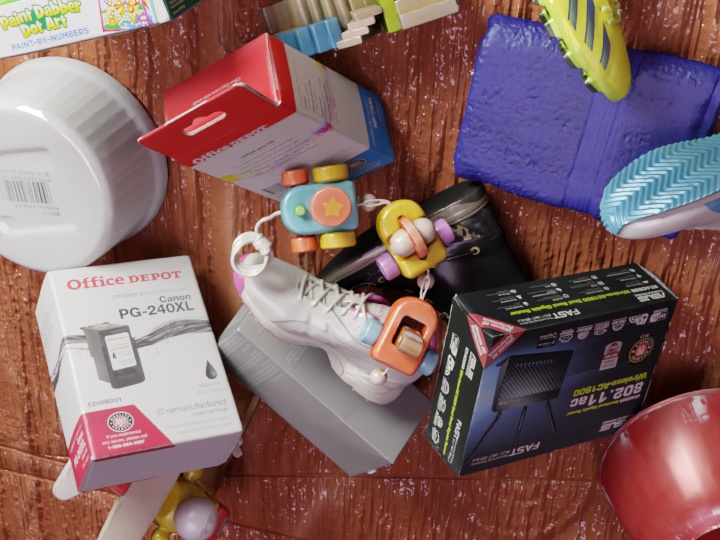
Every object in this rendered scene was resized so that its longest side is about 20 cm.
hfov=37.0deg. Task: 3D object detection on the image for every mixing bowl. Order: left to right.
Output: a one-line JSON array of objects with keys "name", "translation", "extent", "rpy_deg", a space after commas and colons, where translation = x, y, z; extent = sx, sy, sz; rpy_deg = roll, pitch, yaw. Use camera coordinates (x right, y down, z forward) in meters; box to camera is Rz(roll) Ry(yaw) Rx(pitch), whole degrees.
[{"name": "mixing bowl", "translation": [0.321, 0.214, 0.958], "extent": [0.200, 0.108, 0.200], "rpy_deg": [0, 129, 1]}]

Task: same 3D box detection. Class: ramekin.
[{"name": "ramekin", "translation": [-0.297, -0.095, 1.035], "extent": [0.200, 0.098, 0.201], "rpy_deg": [8, 121, 15]}]

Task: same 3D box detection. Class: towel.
[{"name": "towel", "translation": [0.186, -0.120, 0.884], "extent": [0.200, 0.050, 0.148], "rpy_deg": [17, 116, 10]}]

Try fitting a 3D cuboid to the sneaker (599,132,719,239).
[{"name": "sneaker", "translation": [0.276, -0.059, 0.818], "extent": [0.200, 0.077, 0.081], "rpy_deg": [-21, 128, -12]}]

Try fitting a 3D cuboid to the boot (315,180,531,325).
[{"name": "boot", "translation": [0.065, 0.020, 0.992], "extent": [0.200, 0.073, 0.151], "rpy_deg": [-29, 106, 25]}]

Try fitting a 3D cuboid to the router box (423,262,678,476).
[{"name": "router box", "translation": [0.163, 0.084, 0.929], "extent": [0.200, 0.062, 0.150], "rpy_deg": [-9, 127, -25]}]

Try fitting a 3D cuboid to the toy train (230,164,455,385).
[{"name": "toy train", "translation": [0.000, 0.000, 0.888], "extent": [0.200, 0.056, 0.150], "rpy_deg": [32, 87, -9]}]

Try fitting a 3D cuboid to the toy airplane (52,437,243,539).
[{"name": "toy airplane", "translation": [-0.203, 0.223, 1.081], "extent": [0.141, 0.199, 0.200], "rpy_deg": [21, 119, 37]}]

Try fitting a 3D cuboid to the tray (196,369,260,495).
[{"name": "tray", "translation": [-0.177, 0.168, 1.183], "extent": [0.099, 0.037, 0.200], "rpy_deg": [28, 125, 2]}]

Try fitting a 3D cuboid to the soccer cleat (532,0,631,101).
[{"name": "soccer cleat", "translation": [0.163, -0.224, 0.799], "extent": [0.084, 0.065, 0.200], "rpy_deg": [-26, 93, 14]}]

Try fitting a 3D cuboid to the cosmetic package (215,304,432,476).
[{"name": "cosmetic package", "translation": [-0.040, 0.105, 1.049], "extent": [0.200, 0.090, 0.107], "rpy_deg": [40, 151, -10]}]

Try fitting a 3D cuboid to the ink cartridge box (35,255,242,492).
[{"name": "ink cartridge box", "translation": [-0.214, 0.093, 1.026], "extent": [0.200, 0.145, 0.083], "rpy_deg": [68, 150, 26]}]

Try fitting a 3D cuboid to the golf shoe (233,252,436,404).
[{"name": "golf shoe", "translation": [-0.019, 0.037, 0.954], "extent": [0.200, 0.075, 0.092], "rpy_deg": [35, 132, -21]}]

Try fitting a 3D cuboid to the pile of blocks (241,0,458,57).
[{"name": "pile of blocks", "translation": [-0.019, -0.216, 0.876], "extent": [0.200, 0.082, 0.062], "rpy_deg": [-11, 108, 23]}]

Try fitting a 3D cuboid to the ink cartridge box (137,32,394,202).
[{"name": "ink cartridge box", "translation": [-0.077, -0.123, 0.885], "extent": [0.116, 0.200, 0.067], "rpy_deg": [-23, 66, 29]}]

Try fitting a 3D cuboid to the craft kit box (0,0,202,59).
[{"name": "craft kit box", "translation": [-0.199, -0.228, 0.863], "extent": [0.197, 0.200, 0.049], "rpy_deg": [-10, 115, 23]}]
